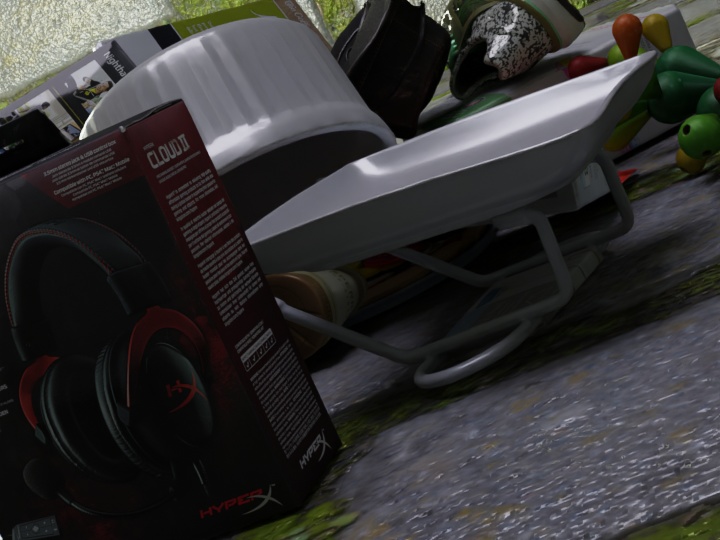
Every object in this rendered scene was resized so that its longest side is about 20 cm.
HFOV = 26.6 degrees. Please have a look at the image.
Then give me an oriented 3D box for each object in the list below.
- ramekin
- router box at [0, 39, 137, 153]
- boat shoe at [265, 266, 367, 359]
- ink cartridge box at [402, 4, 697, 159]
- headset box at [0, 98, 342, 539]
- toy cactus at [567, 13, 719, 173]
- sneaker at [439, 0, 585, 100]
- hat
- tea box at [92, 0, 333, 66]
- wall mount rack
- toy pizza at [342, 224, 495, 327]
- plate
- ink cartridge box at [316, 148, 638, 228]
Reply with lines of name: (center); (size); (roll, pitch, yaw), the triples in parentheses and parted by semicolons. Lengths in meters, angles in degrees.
ramekin: (-0.085, -0.073, 0.984); (0.199, 0.098, 0.201); (-27, -17, -9)
router box: (-0.181, -0.052, 1.105); (0.149, 0.200, 0.051); (-35, -18, -16)
boat shoe: (-0.084, 0.039, 0.963); (0.199, 0.074, 0.063); (-11, 9, 37)
ink cartridge box: (0.149, -0.119, 1.167); (0.199, 0.088, 0.145); (-30, 10, -13)
headset box: (-0.120, 0.027, 0.689); (0.148, 0.201, 0.075); (-21, 9, 19)
toy cactus: (0.221, -0.126, 0.991); (0.163, 0.103, 0.200); (-9, 13, -4)
sneaker: (0.088, -0.168, 1.145); (0.089, 0.077, 0.200); (-46, 10, -12)
hat: (0.019, -0.143, 1.125); (0.202, 0.080, 0.201); (-62, 10, 18)
tea box: (-0.126, -0.102, 1.296); (0.196, 0.134, 0.201); (-20, -29, -32)
wall mount rack: (0.047, -0.001, 0.803); (0.173, 0.075, 0.200); (-21, 9, 30)
toy pizza: (0.000, 0.000, 1.059); (0.199, 0.032, 0.200); (-25, 9, 4)
plate: (0.049, -0.050, 0.775); (0.198, 0.033, 0.200); (-19, 10, 25)
ink cartridge box: (0.082, -0.060, 0.973); (0.159, 0.048, 0.200); (-9, 7, 22)
